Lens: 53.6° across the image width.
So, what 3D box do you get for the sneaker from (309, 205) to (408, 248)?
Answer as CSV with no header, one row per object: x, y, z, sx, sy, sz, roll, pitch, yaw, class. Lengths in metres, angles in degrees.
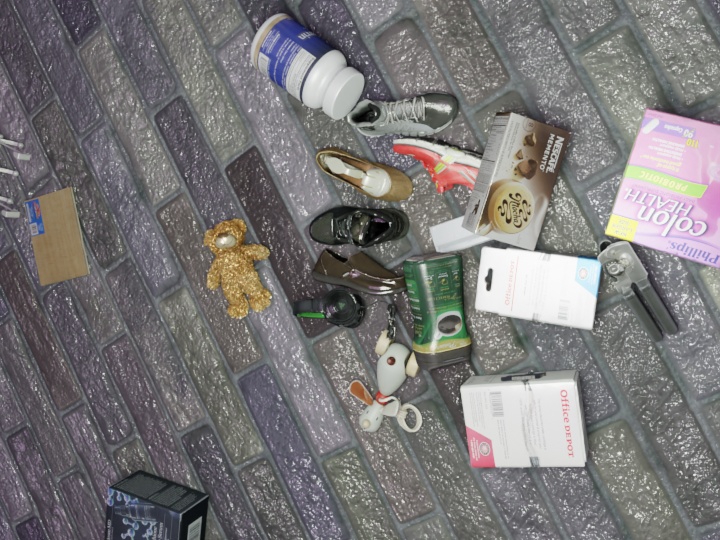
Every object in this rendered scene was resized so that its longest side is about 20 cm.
-0.020,-0.082,1.312,0.196,0.114,0.078,2,95,24,sneaker

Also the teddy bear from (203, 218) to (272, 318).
-0.251,-0.003,1.439,0.143,0.067,0.204,-1,96,20,teddy bear

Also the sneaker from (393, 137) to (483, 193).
0.140,-0.182,1.257,0.198,0.077,0.086,23,109,19,sneaker

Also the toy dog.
0.046,0.215,1.323,0.130,0.096,0.204,6,98,22,toy dog

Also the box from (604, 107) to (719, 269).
0.496,-0.128,1.103,0.174,0.096,0.203,20,103,19,box

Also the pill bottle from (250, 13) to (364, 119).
-0.096,-0.372,1.311,0.199,0.115,0.117,38,108,14,pill bottle

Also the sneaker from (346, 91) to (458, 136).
0.067,-0.273,1.253,0.197,0.115,0.076,-6,93,23,sneaker

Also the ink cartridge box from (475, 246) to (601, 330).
0.303,0.024,1.213,0.197,0.067,0.118,9,99,21,ink cartridge box

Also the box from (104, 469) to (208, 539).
-0.446,0.549,1.556,0.197,0.107,0.151,11,100,22,box

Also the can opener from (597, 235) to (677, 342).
0.441,0.025,1.141,0.053,0.067,0.200,-30,115,21,can opener

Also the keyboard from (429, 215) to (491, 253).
0.221,-0.080,1.269,0.197,0.011,0.057,-18,83,23,keyboard

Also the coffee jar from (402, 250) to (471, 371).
0.137,0.072,1.264,0.103,0.085,0.204,-9,97,-20,coffee jar

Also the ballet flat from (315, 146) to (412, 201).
-0.001,-0.178,1.315,0.198,0.072,0.069,28,105,17,ballet flat

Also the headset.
-0.030,0.085,1.326,0.196,0.123,0.096,-3,81,14,headset

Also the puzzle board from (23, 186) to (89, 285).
-0.699,-0.077,1.644,0.148,0.017,0.204,-11,91,24,puzzle board

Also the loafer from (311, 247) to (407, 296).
0.000,0.000,1.332,0.197,0.073,0.073,11,98,19,loafer

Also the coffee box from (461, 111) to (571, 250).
0.256,-0.149,1.180,0.111,0.080,0.203,15,99,-11,coffee box

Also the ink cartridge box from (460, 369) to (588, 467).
0.286,0.257,1.235,0.197,0.084,0.147,-8,93,24,ink cartridge box

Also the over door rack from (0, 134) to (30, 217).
-0.809,-0.219,1.638,0.199,0.066,0.150,28,107,39,over door rack
